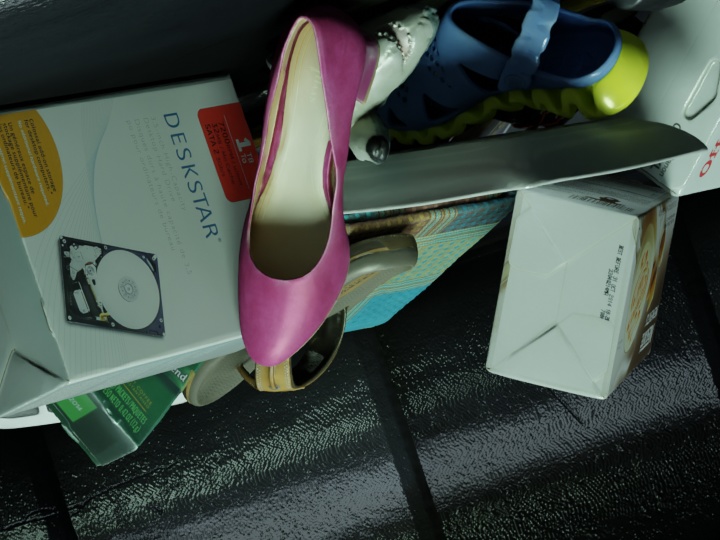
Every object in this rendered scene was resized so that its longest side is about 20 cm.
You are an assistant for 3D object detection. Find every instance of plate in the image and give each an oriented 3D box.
[{"bbox_3d":[0.078,-0.065,1.559,0.199,0.033,0.199,-6,-175,40],"label":"plate"}]

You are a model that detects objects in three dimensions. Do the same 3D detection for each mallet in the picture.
[{"bbox_3d":[0.111,-0.159,1.596,0.199,0.041,0.066,-17,177,31],"label":"mallet"}]

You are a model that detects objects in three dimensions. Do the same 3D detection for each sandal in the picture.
[{"bbox_3d":[-0.036,0.041,1.595,0.199,0.055,0.082,-32,169,28],"label":"sandal"},{"bbox_3d":[0.072,-0.134,1.559,0.199,0.080,0.087,-10,139,30],"label":"sandal"}]

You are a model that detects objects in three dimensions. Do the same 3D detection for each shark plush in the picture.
[{"bbox_3d":[-0.005,-0.107,1.543,0.083,0.091,0.200,-50,177,-15],"label":"shark plush"}]

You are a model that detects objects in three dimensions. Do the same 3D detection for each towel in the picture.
[{"bbox_3d":[0.000,0.000,1.655,0.146,0.022,0.200,-11,162,-31],"label":"towel"}]

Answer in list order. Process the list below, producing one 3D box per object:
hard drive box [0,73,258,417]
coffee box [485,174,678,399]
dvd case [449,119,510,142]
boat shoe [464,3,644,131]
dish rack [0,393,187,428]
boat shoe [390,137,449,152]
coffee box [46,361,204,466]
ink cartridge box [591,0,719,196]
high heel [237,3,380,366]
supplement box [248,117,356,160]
[{"bbox_3d":[-0.140,-0.018,1.452,0.077,0.157,0.199,-24,174,41],"label":"hard drive box"},{"bbox_3d":[0.142,0.004,1.613,0.079,0.115,0.200,12,-172,12],"label":"coffee box"},{"bbox_3d":[0.050,-0.057,1.766,0.200,0.016,0.149,-46,175,-27],"label":"dvd case"},{"bbox_3d":[0.122,-0.123,1.685,0.073,0.064,0.201,-10,-168,47],"label":"boat shoe"},{"bbox_3d":[-0.193,0.015,1.684,0.170,0.044,0.201,-8,135,1],"label":"dish rack"},{"bbox_3d":[0.031,-0.102,1.740,0.071,0.065,0.200,-22,176,16],"label":"boat shoe"},{"bbox_3d":[-0.135,0.007,1.537,0.044,0.123,0.200,-26,-162,40],"label":"coffee box"},{"bbox_3d":[0.257,-0.139,1.721,0.199,0.083,0.146,-12,134,-56],"label":"ink cartridge box"},{"bbox_3d":[-0.038,-0.046,1.404,0.067,0.201,0.096,22,-175,19],"label":"high heel"},{"bbox_3d":[-0.100,-0.052,1.720,0.199,0.069,0.067,-19,-164,11],"label":"supplement box"}]
